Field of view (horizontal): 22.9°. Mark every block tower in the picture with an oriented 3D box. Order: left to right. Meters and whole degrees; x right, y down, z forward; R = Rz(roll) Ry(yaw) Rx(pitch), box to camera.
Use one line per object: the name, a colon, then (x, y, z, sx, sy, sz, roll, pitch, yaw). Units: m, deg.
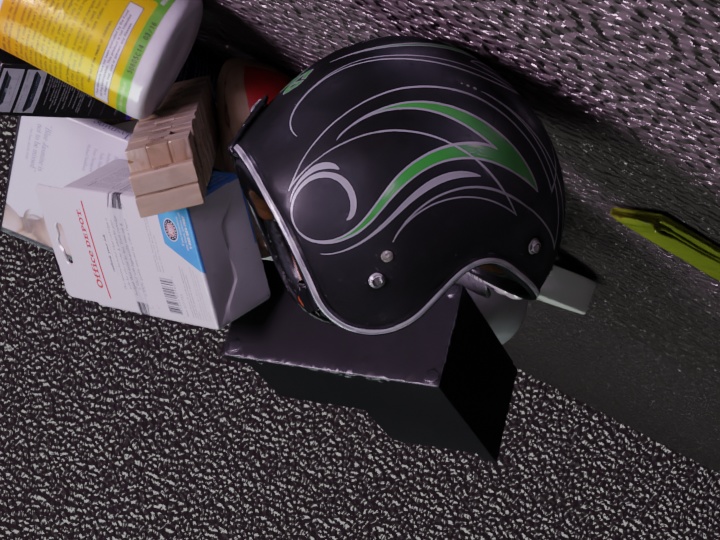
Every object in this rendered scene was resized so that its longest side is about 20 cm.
block tower: (-0.150, -0.107, 1.457, 0.057, 0.054, 0.200, -12, -158, 3)

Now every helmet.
helmet: (0.032, -0.052, 1.145, 0.201, 0.190, 0.200, 61, 173, 14)

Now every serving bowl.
serving bowl: (0.066, 0.060, 1.697, 0.199, 0.066, 0.200, -9, 175, -1)

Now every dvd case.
dvd case: (-0.221, -0.060, 1.581, 0.199, 0.143, 0.018, 22, -148, 7)

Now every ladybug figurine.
ladybug figurine: (-0.079, -0.100, 1.537, 0.071, 0.201, 0.136, -11, 147, 2)

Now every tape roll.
tape roll: (0.144, -0.004, 1.838, 0.201, 0.037, 0.203, 19, 180, 0)

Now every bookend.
bookend: (0.015, 0.081, 1.555, 0.197, 0.093, 0.200, 7, 159, 23)

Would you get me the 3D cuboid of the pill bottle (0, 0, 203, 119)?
pill bottle: (-0.236, -0.213, 1.420, 0.199, 0.112, 0.111, 27, 176, 2)

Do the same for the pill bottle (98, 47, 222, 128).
pill bottle: (-0.172, -0.156, 1.700, 0.199, 0.112, 0.111, 31, 175, -36)

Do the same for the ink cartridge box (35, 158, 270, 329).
ink cartridge box: (-0.179, -0.027, 1.510, 0.199, 0.068, 0.117, 10, 122, 41)

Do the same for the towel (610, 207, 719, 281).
towel: (0.289, 0.006, 1.386, 0.199, 0.018, 0.086, 30, 175, -19)

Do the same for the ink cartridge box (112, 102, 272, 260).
ink cartridge box: (-0.153, -0.057, 1.671, 0.146, 0.083, 0.200, -13, 144, 23)

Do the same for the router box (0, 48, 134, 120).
router box: (-0.297, -0.206, 1.537, 0.157, 0.052, 0.200, -2, -142, -44)

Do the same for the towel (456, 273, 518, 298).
towel: (0.038, -0.060, 1.450, 0.192, 0.035, 0.201, 20, 150, 37)
